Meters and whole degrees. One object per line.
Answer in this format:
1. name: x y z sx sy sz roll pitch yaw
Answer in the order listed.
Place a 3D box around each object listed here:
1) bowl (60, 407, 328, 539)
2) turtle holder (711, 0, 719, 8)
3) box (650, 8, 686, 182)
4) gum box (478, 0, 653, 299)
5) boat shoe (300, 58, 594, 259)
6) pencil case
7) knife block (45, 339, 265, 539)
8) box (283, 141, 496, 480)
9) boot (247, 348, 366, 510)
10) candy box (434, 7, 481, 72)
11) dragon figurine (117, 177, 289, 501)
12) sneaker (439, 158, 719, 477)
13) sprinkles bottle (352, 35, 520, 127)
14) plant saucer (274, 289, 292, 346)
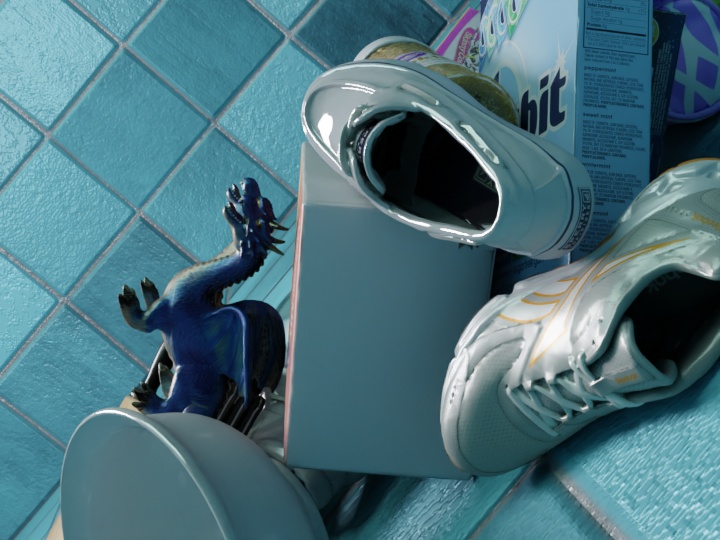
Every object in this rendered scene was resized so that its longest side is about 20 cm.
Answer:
1. bowl: -0.078 0.161 0.734 0.090 0.202 0.201 -15 -15 -37
2. turtle holder: 0.210 -0.232 0.894 0.132 0.185 0.142 9 -96 -74
3. box: 0.131 -0.095 0.827 0.200 0.038 0.137 -136 52 -74
4. gum box: 0.106 -0.080 0.738 0.170 0.044 0.201 149 125 -76
5. boat shoe: 0.024 -0.062 0.651 0.200 0.065 0.074 25 107 47
6. pencil case: 0.178 -0.131 0.897 0.084 0.086 0.200 -24 5 -13
7. knife block: -0.141 0.127 0.896 0.200 0.064 0.176 -43 27 33
8. box: 0.011 0.015 0.798 0.200 0.106 0.153 -100 14 -76
9. boot: -0.066 0.107 0.915 0.095 0.074 0.200 -34 25 -33
10. candy box: 0.080 -0.120 1.193 0.137 0.061 0.200 -53 -15 -20
11. dragon figurine: -0.080 0.049 0.779 0.099 0.201 0.059 -6 4 15
12. sneaker: 0.105 0.036 0.602 0.200 0.076 0.092 -47 13 26
13. sprinkles bottle: 0.039 -0.098 0.802 0.068 0.068 0.200 -49 17 5
14. plant saucer: 0.000 0.000 1.024 0.200 0.027 0.200 -37 10 8
